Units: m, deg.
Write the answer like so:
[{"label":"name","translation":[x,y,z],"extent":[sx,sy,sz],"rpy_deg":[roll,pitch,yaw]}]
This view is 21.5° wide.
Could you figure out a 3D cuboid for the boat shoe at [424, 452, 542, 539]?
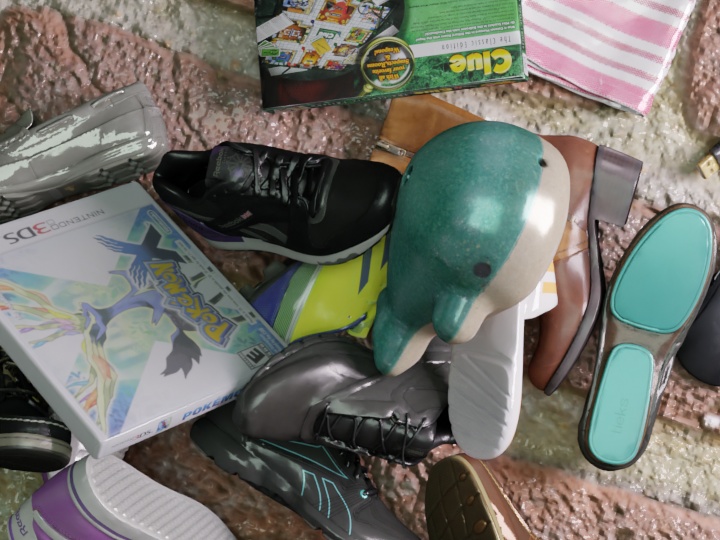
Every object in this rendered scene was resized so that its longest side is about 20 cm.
[{"label":"boat shoe","translation":[0.109,0.223,1.369],"extent":[0.067,0.072,0.201],"rpy_deg":[-21,87,-43]}]

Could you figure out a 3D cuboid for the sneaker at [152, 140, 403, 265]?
[{"label":"sneaker","translation":[-0.064,-0.053,1.334],"extent":[0.199,0.087,0.076],"rpy_deg":[-2,65,38]}]

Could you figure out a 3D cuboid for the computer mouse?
[{"label":"computer mouse","translation":[0.289,-0.022,1.391],"extent":[0.200,0.046,0.140],"rpy_deg":[-44,86,-2]}]

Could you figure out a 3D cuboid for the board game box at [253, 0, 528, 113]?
[{"label":"board game box","translation":[0.021,-0.179,1.391],"extent":[0.198,0.023,0.106],"rpy_deg":[-5,84,14]}]

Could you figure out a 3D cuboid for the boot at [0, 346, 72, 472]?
[{"label":"boot","translation":[-0.250,0.060,1.338],"extent":[0.073,0.203,0.155],"rpy_deg":[18,79,-31]}]

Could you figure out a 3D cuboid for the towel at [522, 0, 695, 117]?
[{"label":"towel","translation":[0.187,-0.232,1.423],"extent":[0.145,0.030,0.201],"rpy_deg":[23,86,3]}]

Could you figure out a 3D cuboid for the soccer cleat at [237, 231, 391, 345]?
[{"label":"soccer cleat","translation":[0.000,0.000,1.376],"extent":[0.200,0.065,0.084],"rpy_deg":[-37,84,16]}]

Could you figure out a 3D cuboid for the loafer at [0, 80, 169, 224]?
[{"label":"loafer","translation":[-0.242,-0.084,1.408],"extent":[0.198,0.070,0.070],"rpy_deg":[-18,74,-4]}]

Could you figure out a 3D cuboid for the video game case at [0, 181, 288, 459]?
[{"label":"video game case","translation":[-0.170,0.028,1.329],"extent":[0.182,0.022,0.200],"rpy_deg":[-22,58,-41]}]

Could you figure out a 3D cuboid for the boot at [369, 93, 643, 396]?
[{"label":"boot","translation":[0.088,-0.023,1.391],"extent":[0.198,0.068,0.190],"rpy_deg":[16,98,9]}]

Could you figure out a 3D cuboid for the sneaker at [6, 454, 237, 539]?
[{"label":"sneaker","translation":[-0.164,0.210,1.354],"extent":[0.114,0.073,0.200],"rpy_deg":[-35,123,21]}]

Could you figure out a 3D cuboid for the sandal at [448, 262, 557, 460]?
[{"label":"sandal","translation":[0.101,0.032,1.335],"extent":[0.079,0.059,0.209],"rpy_deg":[-6,74,44]}]

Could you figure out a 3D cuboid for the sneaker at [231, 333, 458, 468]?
[{"label":"sneaker","translation":[0.008,0.096,1.329],"extent":[0.198,0.076,0.091],"rpy_deg":[-6,46,-25]}]

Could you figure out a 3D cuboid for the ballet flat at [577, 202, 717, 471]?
[{"label":"ballet flat","translation":[0.201,0.046,1.375],"extent":[0.068,0.068,0.201],"rpy_deg":[21,93,4]}]

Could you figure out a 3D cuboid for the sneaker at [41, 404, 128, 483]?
[{"label":"sneaker","translation":[-0.180,0.097,1.381],"extent":[0.099,0.075,0.202],"rpy_deg":[5,85,3]}]

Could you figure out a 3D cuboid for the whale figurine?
[{"label":"whale figurine","translation":[0.054,-0.017,1.269],"extent":[0.103,0.200,0.160],"rpy_deg":[28,41,-17]}]

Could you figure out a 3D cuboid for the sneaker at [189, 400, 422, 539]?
[{"label":"sneaker","translation":[-0.027,0.147,1.373],"extent":[0.199,0.075,0.080],"rpy_deg":[34,84,4]}]
